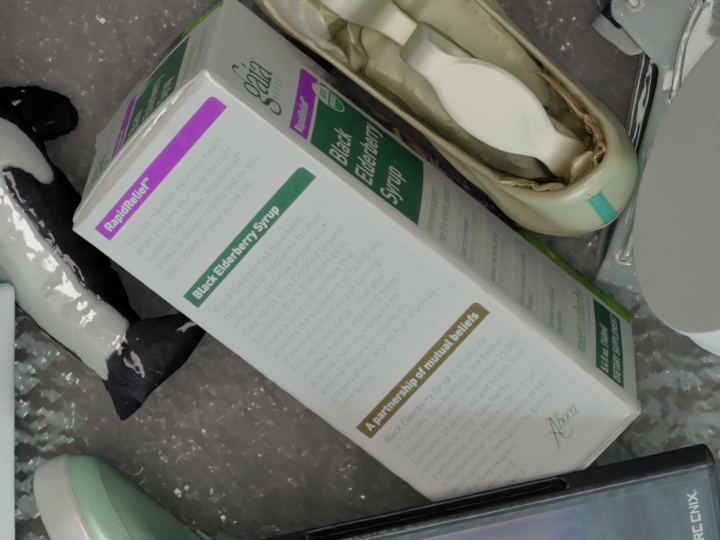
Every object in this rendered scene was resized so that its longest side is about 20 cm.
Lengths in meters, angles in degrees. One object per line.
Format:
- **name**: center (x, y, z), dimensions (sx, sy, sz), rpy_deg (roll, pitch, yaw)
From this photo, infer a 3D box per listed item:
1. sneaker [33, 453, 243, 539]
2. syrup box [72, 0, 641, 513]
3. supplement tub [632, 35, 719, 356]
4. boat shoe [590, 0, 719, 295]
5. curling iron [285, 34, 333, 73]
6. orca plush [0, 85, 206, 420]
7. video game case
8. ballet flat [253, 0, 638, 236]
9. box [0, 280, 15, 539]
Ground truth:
- **sneaker**: center (-0.020, 0.112, 1.102), dimensions (0.200, 0.074, 0.118), rpy_deg (43, 103, -11)
- **syrup box**: center (0.000, 0.000, 1.062), dimensions (0.200, 0.079, 0.081), rpy_deg (39, 110, -14)
- **supplement tub**: center (0.208, -0.002, 1.013), dimensions (0.200, 0.145, 0.145), rpy_deg (23, 97, -26)
- **boat shoe**: center (0.119, -0.085, 1.077), dimensions (0.071, 0.070, 0.201), rpy_deg (5, 99, -3)
- **curling iron**: center (-0.001, -0.099, 1.105), dimensions (0.050, 0.026, 0.200), rpy_deg (31, 97, 1)
- **orca plush**: center (-0.124, -0.045, 1.095), dimensions (0.200, 0.105, 0.071), rpy_deg (39, 58, 17)
- **video game case**: center (0.038, 0.148, 1.067), dimensions (0.200, 0.019, 0.143), rpy_deg (-12, 114, -3)
- **ballet flat**: center (0.017, -0.088, 1.053), dimensions (0.200, 0.069, 0.070), rpy_deg (40, 97, 9)
- **box**: center (-0.173, 0.102, 1.093), dimensions (0.049, 0.082, 0.200), rpy_deg (15, 108, 45)
